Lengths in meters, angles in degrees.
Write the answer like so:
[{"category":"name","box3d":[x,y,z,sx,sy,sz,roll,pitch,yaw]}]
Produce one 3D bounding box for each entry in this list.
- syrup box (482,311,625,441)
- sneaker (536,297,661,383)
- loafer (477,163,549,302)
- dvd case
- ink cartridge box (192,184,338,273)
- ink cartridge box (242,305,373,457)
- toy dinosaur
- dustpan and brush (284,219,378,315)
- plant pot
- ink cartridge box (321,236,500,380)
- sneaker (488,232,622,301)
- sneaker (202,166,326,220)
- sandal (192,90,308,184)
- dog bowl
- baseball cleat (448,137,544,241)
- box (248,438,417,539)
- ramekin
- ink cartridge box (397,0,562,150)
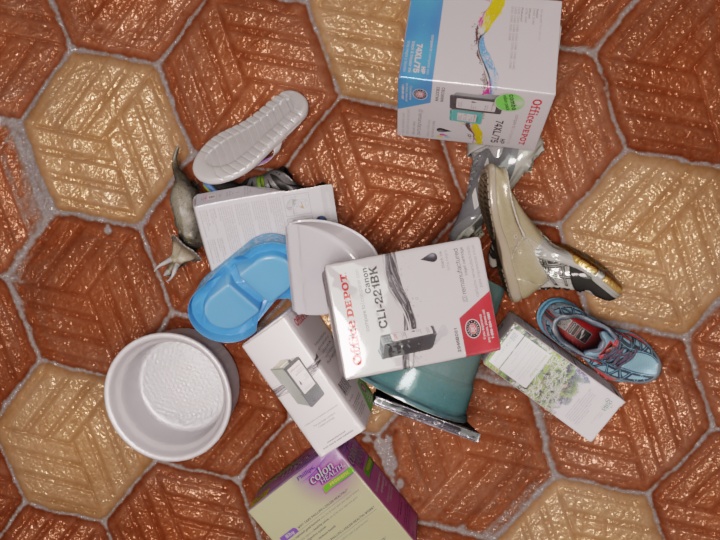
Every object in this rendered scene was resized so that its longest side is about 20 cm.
[{"category":"syrup box","box3d":[0.284,0.156,1.067,0.200,0.081,0.079,36,101,0]},{"category":"sneaker","box3d":[0.351,0.116,1.047,0.199,0.096,0.080,27,100,2]},{"category":"loafer","box3d":[0.214,-0.056,0.993,0.068,0.076,0.201,-16,108,1]},{"category":"dvd case","box3d":[0.089,0.206,1.035,0.148,0.200,0.016,19,86,3]},{"category":"ink cartridge box","box3d":[-0.132,-0.050,1.064,0.199,0.057,0.163,-12,123,-6]},{"category":"ink cartridge box","box3d":[-0.072,0.153,1.071,0.084,0.146,0.200,-34,92,11]},{"category":"toy dinosaur","box3d":[-0.256,-0.088,1.082,0.076,0.102,0.201,4,99,5]},{"category":"dustpan and brush","box3d":[0.000,0.000,0.979,0.199,0.057,0.140,6,111,26]},{"category":"plant pot","box3d":[0.102,0.085,1.030,0.199,0.200,0.197,24,92,2]},{"category":"ink cartridge box","box3d":[0.060,0.048,0.903,0.199,0.084,0.145,-11,86,-4]},{"category":"sneaker","box3d":[0.284,0.002,1.058,0.199,0.076,0.088,30,107,11]},{"category":"sneaker","box3d":[-0.141,-0.119,1.091,0.198,0.071,0.083,10,82,5]},{"category":"sandal","box3d":[-0.157,-0.189,1.075,0.202,0.050,0.083,-37,65,-6]},{"category":"dog bowl","box3d":[-0.164,0.022,1.049,0.200,0.050,0.111,-37,120,15]},{"category":"baseball cleat","box3d":[0.179,-0.134,1.058,0.106,0.070,0.200,41,95,14]},{"category":"box","box3d":[-0.039,0.382,1.122,0.176,0.097,0.200,-40,93,9]},{"category":"ramekin","box3d":[-0.287,0.187,1.123,0.199,0.098,0.202,1,97,7]},{"category":"ink cartridge box","box3d":[0.158,-0.271,0.971,0.199,0.147,0.147,7,71,5]}]
